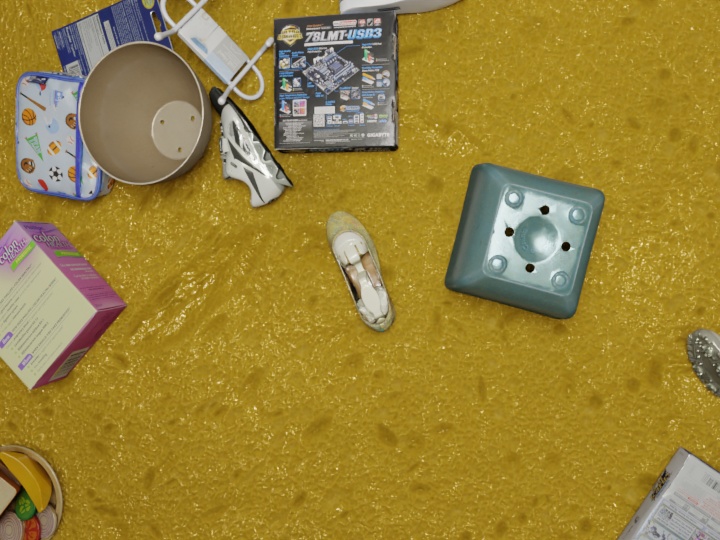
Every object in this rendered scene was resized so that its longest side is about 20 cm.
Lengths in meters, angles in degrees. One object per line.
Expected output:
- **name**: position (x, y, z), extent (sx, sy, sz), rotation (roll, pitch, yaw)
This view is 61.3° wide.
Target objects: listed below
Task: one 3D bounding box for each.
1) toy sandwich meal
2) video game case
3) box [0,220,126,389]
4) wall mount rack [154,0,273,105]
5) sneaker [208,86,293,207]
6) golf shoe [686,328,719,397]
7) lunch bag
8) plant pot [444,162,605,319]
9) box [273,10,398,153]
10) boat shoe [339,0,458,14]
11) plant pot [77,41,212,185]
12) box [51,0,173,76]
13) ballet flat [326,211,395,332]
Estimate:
- **toy sandwich meal**: position (-0.609, 0.394, 1.041), extent (0.199, 0.070, 0.211), rotation (0, 92, 8)
- **video game case**: position (0.509, 0.395, 0.890), extent (0.198, 0.045, 0.184), rotation (33, 95, 6)
- **box**: position (-0.527, 0.054, 1.005), extent (0.200, 0.097, 0.176), rotation (44, 97, 4)
- **wall mount rack**: position (-0.220, -0.332, 0.904), extent (0.200, 0.074, 0.176), rotation (43, 55, -21)
- **sneaker**: position (-0.196, -0.192, 0.959), extent (0.088, 0.074, 0.202), rotation (-34, 87, 6)
- **golf shoe**: position (0.555, 0.151, 0.873), extent (0.097, 0.078, 0.201), rotation (-38, 92, -10)
- **lunch bag**: position (-0.469, -0.221, 0.982), extent (0.156, 0.076, 0.205), rotation (11, 106, 5)
- **plant pot**: position (0.231, -0.040, 0.839), extent (0.191, 0.200, 0.202), rotation (15, 94, 7)
- **box**: position (-0.038, -0.289, 0.946), extent (0.194, 0.050, 0.204), rotation (0, 91, 9)
- **boat shoe**: position (0.062, -0.431, 0.919), extent (0.195, 0.072, 0.070), rotation (-3, 93, 16)
- **plant pot**: position (-0.310, -0.231, 0.944), extent (0.195, 0.134, 0.206), rotation (0, 93, 8)
- **box**: position (-0.403, -0.370, 1.004), extent (0.195, 0.032, 0.124), rotation (-18, 89, 11)
- **ballet flat**: position (0.000, 0.000, 0.942), extent (0.069, 0.071, 0.204), rotation (-23, 88, 8)
